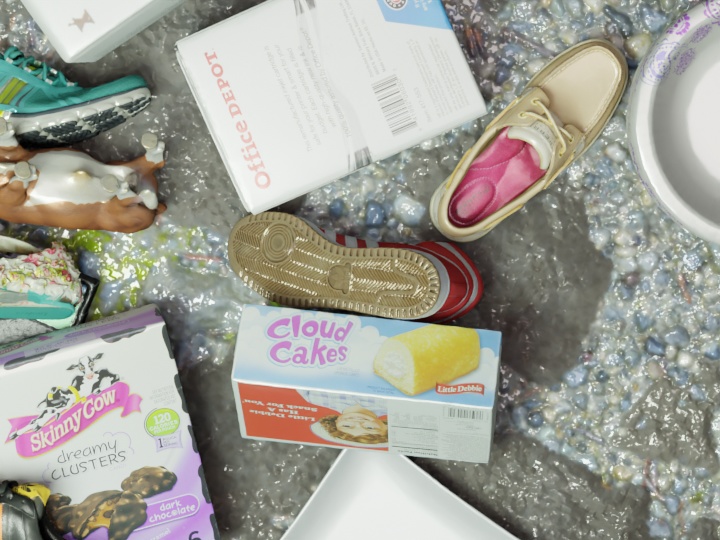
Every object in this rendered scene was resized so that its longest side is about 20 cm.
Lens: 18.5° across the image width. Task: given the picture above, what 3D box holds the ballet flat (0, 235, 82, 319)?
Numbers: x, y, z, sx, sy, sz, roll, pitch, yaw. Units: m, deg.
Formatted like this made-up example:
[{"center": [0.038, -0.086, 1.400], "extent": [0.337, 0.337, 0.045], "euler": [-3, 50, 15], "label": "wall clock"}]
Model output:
[{"center": [-0.303, 0.003, 1.663], "extent": [0.200, 0.076, 0.064], "euler": [3, 72, -37], "label": "ballet flat"}]

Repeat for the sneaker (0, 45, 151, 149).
[{"center": [-0.263, -0.136, 1.714], "extent": [0.200, 0.078, 0.080], "euler": [-5, 84, 0], "label": "sneaker"}]

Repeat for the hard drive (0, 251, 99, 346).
[{"center": [-0.307, 0.073, 1.749], "extent": [0.140, 0.038, 0.200], "euler": [22, 96, -1], "label": "hard drive"}]

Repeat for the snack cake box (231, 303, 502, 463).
[{"center": [0.006, 0.088, 1.694], "extent": [0.200, 0.115, 0.067], "euler": [6, 65, 4], "label": "snack cake box"}]

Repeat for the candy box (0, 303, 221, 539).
[{"center": [-0.211, 0.145, 1.711], "extent": [0.168, 0.072, 0.200], "euler": [-15, 104, -8], "label": "candy box"}]

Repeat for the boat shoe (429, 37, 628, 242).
[{"center": [0.134, -0.097, 1.709], "extent": [0.074, 0.069, 0.200], "euler": [41, 95, -3], "label": "boat shoe"}]

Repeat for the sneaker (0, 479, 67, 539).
[{"center": [-0.277, 0.175, 1.635], "extent": [0.090, 0.070, 0.200], "euler": [-43, 101, 11], "label": "sneaker"}]

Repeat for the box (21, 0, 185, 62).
[{"center": [-0.187, -0.288, 1.646], "extent": [0.200, 0.171, 0.199], "euler": [-34, 94, 4], "label": "box"}]

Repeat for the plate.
[{"center": [0.023, 0.259, 1.763], "extent": [0.199, 0.032, 0.200], "euler": [36, 95, -1], "label": "plate"}]

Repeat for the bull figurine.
[{"center": [-0.243, -0.067, 1.691], "extent": [0.200, 0.121, 0.065], "euler": [1, 71, -17], "label": "bull figurine"}]

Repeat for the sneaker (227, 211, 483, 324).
[{"center": [0.000, 0.000, 1.729], "extent": [0.200, 0.112, 0.071], "euler": [15, 96, 30], "label": "sneaker"}]

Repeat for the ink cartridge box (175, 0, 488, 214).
[{"center": [-0.021, -0.149, 1.699], "extent": [0.200, 0.086, 0.147], "euler": [-23, 94, 4], "label": "ink cartridge box"}]

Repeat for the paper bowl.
[{"center": [0.303, -0.116, 1.687], "extent": [0.200, 0.104, 0.201], "euler": [0, 96, 1], "label": "paper bowl"}]
